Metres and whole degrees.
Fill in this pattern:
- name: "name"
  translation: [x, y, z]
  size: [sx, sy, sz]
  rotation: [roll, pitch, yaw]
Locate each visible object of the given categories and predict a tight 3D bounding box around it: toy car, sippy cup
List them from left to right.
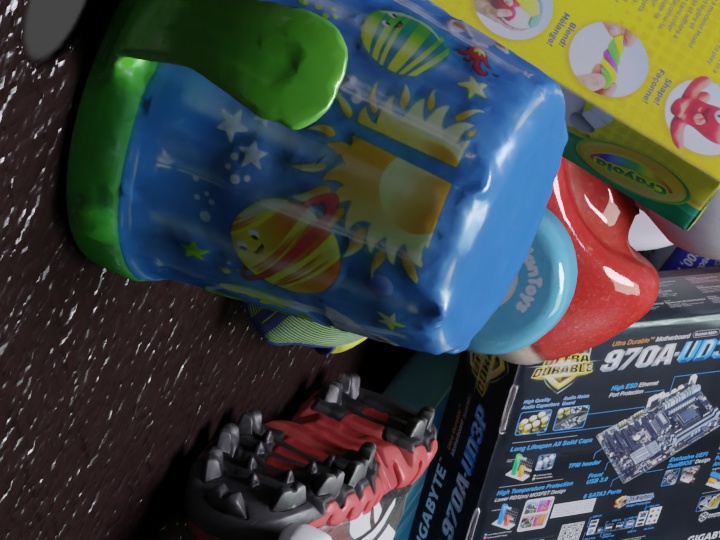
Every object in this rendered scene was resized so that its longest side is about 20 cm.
- name: "sippy cup"
  translation: [-0.007, -0.040, 0.750]
  size: [0.178, 0.130, 0.140]
  rotation: [-39, 148, -58]
- name: "toy car"
  translation: [0.123, -0.065, 0.929]
  size: [0.184, 0.199, 0.178]
  rotation: [-18, 94, -77]

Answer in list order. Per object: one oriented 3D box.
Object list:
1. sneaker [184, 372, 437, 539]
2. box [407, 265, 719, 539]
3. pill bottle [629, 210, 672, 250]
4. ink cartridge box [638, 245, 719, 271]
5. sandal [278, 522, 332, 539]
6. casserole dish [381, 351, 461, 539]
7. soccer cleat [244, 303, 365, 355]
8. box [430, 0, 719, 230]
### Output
- name: "sneaker"
  translation: [-0.026, 0.109, 1.007]
  size: [0.099, 0.070, 0.200]
  rotation: [-70, 164, 12]
- name: "box"
  translation: [0.131, 0.079, 1.163]
  size: [0.199, 0.046, 0.160]
  rotation: [-5, 124, -32]
- name: "pill bottle"
  translation: [0.137, -0.067, 1.186]
  size: [0.200, 0.112, 0.113]
  rotation: [-27, 140, -87]
- name: "ink cartridge box"
  translation: [0.163, 0.009, 1.337]
  size: [0.201, 0.043, 0.197]
  rotation: [-80, -163, -48]
- name: "sandal"
  translation: [-0.018, 0.177, 0.952]
  size: [0.203, 0.049, 0.083]
  rotation: [86, 24, -59]
- name: "casserole dish"
  translation: [0.015, 0.115, 1.165]
  size: [0.200, 0.039, 0.121]
  rotation: [-54, 153, -17]
- name: "soccer cleat"
  translation: [-0.001, -0.001, 0.991]
  size: [0.084, 0.065, 0.200]
  rotation: [-38, 173, 11]
- name: "box"
  translation: [0.086, -0.103, 0.832]
  size: [0.118, 0.199, 0.048]
  rotation: [-58, 176, -25]
